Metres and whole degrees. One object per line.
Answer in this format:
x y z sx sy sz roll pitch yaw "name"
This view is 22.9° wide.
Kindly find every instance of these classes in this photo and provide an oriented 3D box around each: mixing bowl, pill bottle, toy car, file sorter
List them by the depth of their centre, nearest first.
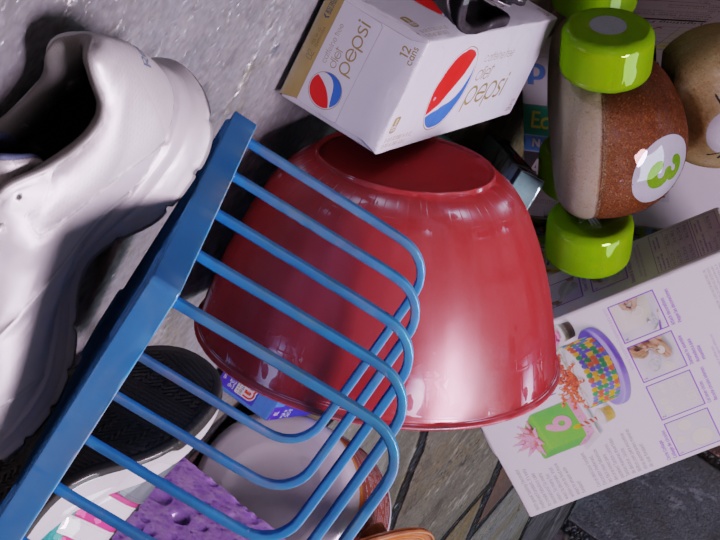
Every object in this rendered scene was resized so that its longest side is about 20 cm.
-0.053 0.047 0.762 0.139 0.123 0.200 -56 -172 22 "file sorter"
0.016 -0.008 0.943 0.200 0.200 0.109 -31 135 -56 "mixing bowl"
0.216 -0.098 1.099 0.158 0.200 0.165 -88 178 -53 "toy car"
-0.039 0.164 1.236 0.112 0.112 0.200 -54 164 -4 "pill bottle"

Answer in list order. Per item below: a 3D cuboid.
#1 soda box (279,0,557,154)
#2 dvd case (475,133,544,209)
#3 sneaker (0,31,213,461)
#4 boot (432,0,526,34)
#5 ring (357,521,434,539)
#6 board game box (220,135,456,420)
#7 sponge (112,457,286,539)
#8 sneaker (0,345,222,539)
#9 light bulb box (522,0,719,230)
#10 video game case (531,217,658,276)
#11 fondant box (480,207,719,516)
0.037 -0.119 0.973 0.068 0.064 0.200 -63 164 22 "soda box"
0.067 -0.018 1.215 0.146 0.022 0.200 -58 -171 9 "dvd case"
-0.140 -0.008 0.688 0.200 0.074 0.087 -61 153 -4 "sneaker"
-0.007 -0.134 0.675 0.200 0.132 0.070 -37 157 -49 "boot"
-0.044 0.211 1.135 0.200 0.019 0.200 -26 160 -11 "ring"
0.000 0.000 1.141 0.200 0.045 0.152 -58 165 8 "board game box"
-0.141 0.183 0.969 0.200 0.111 0.030 -43 163 -37 "sponge"
-0.148 0.130 0.883 0.200 0.084 0.121 -36 151 -33 "sneaker"
0.241 -0.115 1.279 0.200 0.198 0.125 -38 131 -54 "light bulb box"
0.212 -0.025 1.279 0.182 0.200 0.023 -64 153 -60 "video game case"
0.172 0.063 1.174 0.200 0.144 0.058 -23 -150 11 "fondant box"
